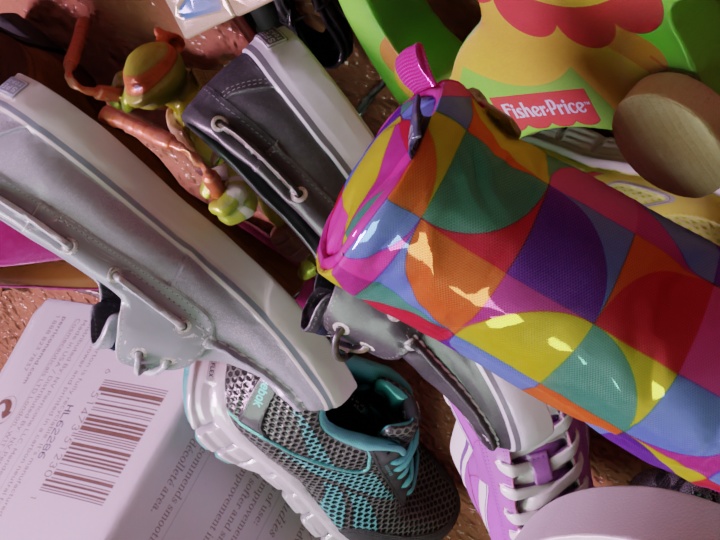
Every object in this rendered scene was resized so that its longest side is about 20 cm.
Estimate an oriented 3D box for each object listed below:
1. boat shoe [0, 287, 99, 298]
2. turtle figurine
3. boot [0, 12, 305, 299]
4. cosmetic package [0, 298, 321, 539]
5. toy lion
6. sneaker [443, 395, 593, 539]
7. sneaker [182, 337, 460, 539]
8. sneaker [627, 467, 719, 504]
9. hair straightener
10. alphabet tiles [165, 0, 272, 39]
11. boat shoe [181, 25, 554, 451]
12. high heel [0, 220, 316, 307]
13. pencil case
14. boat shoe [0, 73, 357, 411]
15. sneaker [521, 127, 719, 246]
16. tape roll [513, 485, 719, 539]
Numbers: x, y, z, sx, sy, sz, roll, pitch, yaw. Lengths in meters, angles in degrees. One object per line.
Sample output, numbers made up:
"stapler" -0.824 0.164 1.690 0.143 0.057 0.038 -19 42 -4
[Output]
"boat shoe" -0.196 -0.013 1.257 0.199 0.072 0.072 23 151 22
"turtle figurine" -0.057 -0.056 1.033 0.161 0.064 0.200 45 179 -29
"boot" -0.124 -0.030 1.050 0.200 0.069 0.188 42 -171 4
"cosmetic package" -0.104 0.143 1.269 0.166 0.168 0.200 5 148 46
"toy lion" 0.057 -0.118 0.820 0.200 0.069 0.192 -2 128 51
"sneaker" 0.086 0.091 1.045 0.201 0.072 0.115 74 176 -62
"sneaker" 0.001 0.090 1.173 0.091 0.078 0.200 -14 146 35
"sneaker" 0.161 0.101 1.018 0.114 0.076 0.200 12 147 34
"hair straightener" -0.041 -0.120 0.941 0.077 0.041 0.200 12 145 39
"alphabet tiles" -0.063 -0.176 0.840 0.200 0.006 0.167 -17 103 48
"boat shoe" 0.000 0.000 0.922 0.200 0.066 0.070 55 173 -12
"high heel" -0.106 0.008 1.161 0.200 0.096 0.067 31 153 11
"pencil case" 0.082 0.007 0.805 0.200 0.089 0.088 32 154 -10
"boat shoe" -0.091 0.005 0.977 0.201 0.072 0.070 42 173 -16
"sneaker" 0.079 -0.008 0.927 0.200 0.090 0.078 2 140 50
"tape roll" 0.142 0.181 0.996 0.202 0.037 0.203 22 136 23
